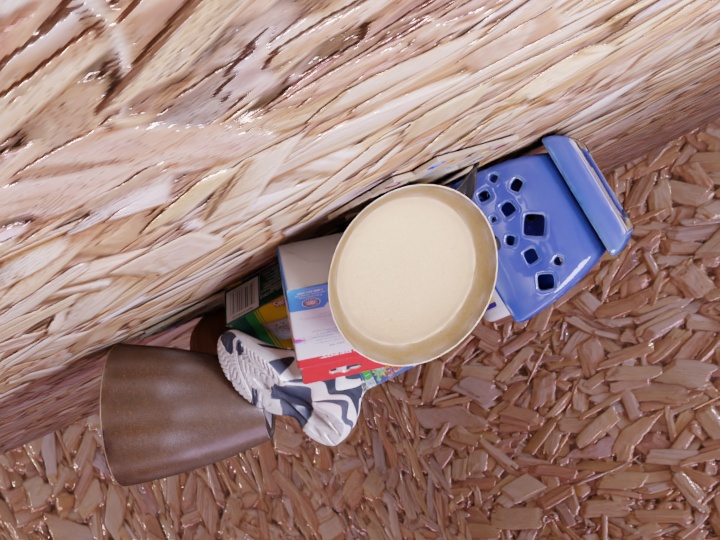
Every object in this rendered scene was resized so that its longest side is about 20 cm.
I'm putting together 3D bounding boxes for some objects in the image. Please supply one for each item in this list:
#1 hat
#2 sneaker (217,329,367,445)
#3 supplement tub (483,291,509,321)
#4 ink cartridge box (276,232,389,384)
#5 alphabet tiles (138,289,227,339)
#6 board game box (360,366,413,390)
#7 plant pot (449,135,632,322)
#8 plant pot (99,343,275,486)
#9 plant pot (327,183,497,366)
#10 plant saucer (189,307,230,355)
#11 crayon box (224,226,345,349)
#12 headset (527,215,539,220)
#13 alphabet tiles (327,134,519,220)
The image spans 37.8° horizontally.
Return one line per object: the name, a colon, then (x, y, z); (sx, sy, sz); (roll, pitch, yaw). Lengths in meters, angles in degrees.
hat: (0.115, -0.028, 1.216); (0.201, 0.081, 0.201); (-56, 170, -16)
sneaker: (-0.076, 0.121, 1.336); (0.130, 0.198, 0.080); (-48, 164, -53)
supplement tub: (0.232, -0.032, 1.744); (0.145, 0.201, 0.145); (-24, 177, -1)
ink cartridge box: (-0.027, 0.045, 1.213); (0.115, 0.068, 0.201); (-11, 144, -6)
alphabet tiles: (-0.201, 0.046, 1.440); (0.199, 0.006, 0.166); (-26, 176, 20)
board game box: (0.029, 0.162, 1.709); (0.135, 0.035, 0.200); (-24, 176, -21)
plant pot: (0.246, -0.067, 1.390); (0.179, 0.201, 0.200); (-32, 174, 17)
plant pot: (-0.217, 0.182, 1.385); (0.199, 0.188, 0.187); (-5, 178, 4)
plant pot: (0.054, 0.004, 1.118); (0.199, 0.201, 0.027); (-24, -155, -15)
plant saucer: (-0.148, 0.118, 1.529); (0.200, 0.200, 0.038); (-21, 148, -50)
crayon box: (-0.041, 0.037, 1.326); (0.199, 0.059, 0.172); (-27, 143, 32)
headset: (0.239, -0.095, 1.571); (0.200, 0.123, 0.094); (-48, -179, -18)
alphabet tiles: (0.058, -0.095, 1.133); (0.167, 0.008, 0.200); (-27, 176, 40)
